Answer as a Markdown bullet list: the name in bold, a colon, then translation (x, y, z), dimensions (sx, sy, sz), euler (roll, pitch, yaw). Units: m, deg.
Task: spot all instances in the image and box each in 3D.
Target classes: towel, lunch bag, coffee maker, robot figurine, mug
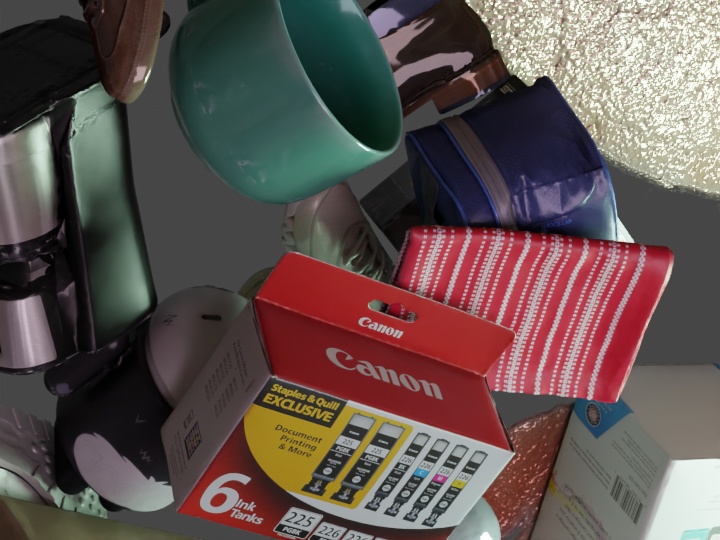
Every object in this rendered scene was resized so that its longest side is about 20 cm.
- **towel**: translation (0.110, 0.033, 1.423), dimensions (0.198, 0.023, 0.145), euler (4, 129, -18)
- **lunch bag**: translation (0.106, -0.023, 1.485), dimensions (0.131, 0.136, 0.201), euler (-20, 132, -7)
- **coffee maker**: translation (-0.198, -0.053, 1.375), dimensions (0.191, 0.135, 0.201), euler (-18, 127, -18)
- **robot figurine**: translation (-0.142, 0.095, 1.488), dimensions (0.200, 0.125, 0.150), euler (-38, 171, 31)
- **mug**: translation (-0.061, -0.136, 1.388), dimensions (0.114, 0.186, 0.152), euler (-27, 142, 24)

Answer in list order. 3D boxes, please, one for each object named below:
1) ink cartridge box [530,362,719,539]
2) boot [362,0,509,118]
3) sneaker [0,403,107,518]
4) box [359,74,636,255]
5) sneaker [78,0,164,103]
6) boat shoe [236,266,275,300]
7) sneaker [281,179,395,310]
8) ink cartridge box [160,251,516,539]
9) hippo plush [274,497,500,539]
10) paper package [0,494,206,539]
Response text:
- **ink cartridge box**: translation (0.259, 0.203, 1.765), dimensions (0.145, 0.147, 0.202), euler (0, 120, -28)
- **boot**: translation (0.000, -0.143, 1.479), dimensions (0.199, 0.075, 0.098), euler (-24, 103, 1)
- **sneaker**: translation (-0.269, 0.152, 1.520), dimensions (0.080, 0.077, 0.200), euler (-34, 131, 19)
- **box**: translation (0.113, -0.032, 1.604), dimensions (0.158, 0.048, 0.200), euler (-39, 129, -1)
- **sneaker**: translation (-0.165, -0.204, 1.294), dimensions (0.075, 0.070, 0.202), euler (6, 73, -18)
- **boat shoe**: translation (-0.075, 0.094, 1.575), dimensions (0.072, 0.065, 0.202), euler (2, 118, -28)
- **sneaker**: translation (0.000, 0.000, 1.525), dimensions (0.075, 0.081, 0.201), euler (-50, 143, -23)
- **ink cartridge box**: translation (-0.006, 0.100, 1.380), dimensions (0.199, 0.084, 0.176), euler (18, 122, -28)
- **hippo plush**: translation (0.032, 0.212, 1.665), dimensions (0.160, 0.199, 0.160), euler (-25, 91, -40)
- **paper package**: translation (-0.169, 0.261, 1.456), dimensions (0.199, 0.191, 0.104), euler (18, 103, -34)
